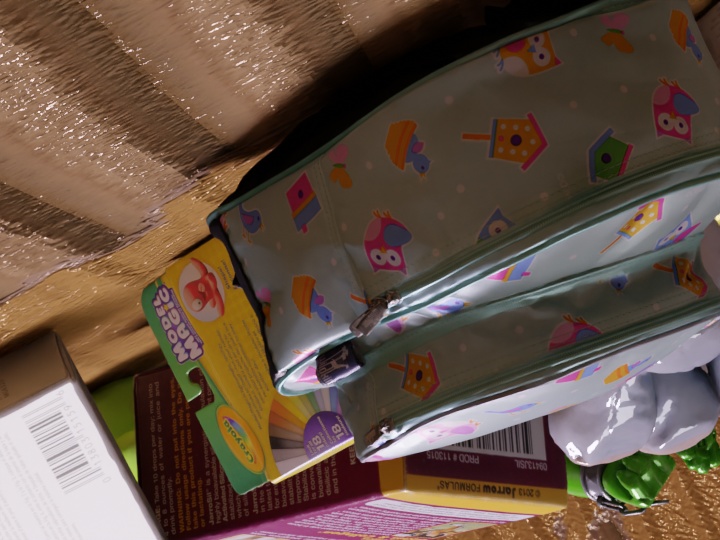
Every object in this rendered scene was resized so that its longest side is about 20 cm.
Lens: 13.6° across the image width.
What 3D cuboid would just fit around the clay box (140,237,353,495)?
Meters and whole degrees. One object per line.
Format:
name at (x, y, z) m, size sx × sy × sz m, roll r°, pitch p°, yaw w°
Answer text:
clay box at (-0.008, 0.017, 1.380) m, size 0.200 × 0.115 × 0.048 m, roll -30°, pitch 175°, yaw 42°

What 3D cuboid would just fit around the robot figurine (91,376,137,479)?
robot figurine at (-0.152, 0.136, 1.839) m, size 0.200 × 0.116 × 0.176 m, roll -33°, pitch -158°, yaw 49°

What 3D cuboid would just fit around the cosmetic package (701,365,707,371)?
cosmetic package at (0.216, -0.022, 1.821) m, size 0.200 × 0.105 × 0.071 m, roll -49°, pitch -175°, yaw -7°

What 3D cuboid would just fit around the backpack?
backpack at (0.059, -0.021, 1.169) m, size 0.175 × 0.154 × 0.200 m, roll -17°, pitch 163°, yaw -36°

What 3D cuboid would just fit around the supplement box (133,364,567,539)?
supplement box at (-0.007, 0.090, 1.597) m, size 0.200 × 0.104 × 0.131 m, roll -17°, pitch 162°, yaw 41°

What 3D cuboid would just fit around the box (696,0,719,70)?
box at (0.201, -0.124, 1.450) m, size 0.039 × 0.042 × 0.200 m, roll -26°, pitch 174°, yaw -15°

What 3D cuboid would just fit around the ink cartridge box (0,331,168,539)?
ink cartridge box at (-0.186, 0.147, 1.481) m, size 0.173 × 0.200 × 0.044 m, roll -26°, pitch -141°, yaw -3°

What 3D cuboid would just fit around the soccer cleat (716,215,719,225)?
soccer cleat at (0.169, -0.050, 1.600) m, size 0.199 × 0.065 × 0.084 m, roll 1°, pitch 143°, yaw -2°

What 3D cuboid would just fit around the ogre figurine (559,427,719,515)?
ogre figurine at (0.138, 0.051, 1.634) m, size 0.120 × 0.201 × 0.098 m, roll -11°, pitch 149°, yaw 36°

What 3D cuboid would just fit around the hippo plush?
hippo plush at (0.130, -0.008, 1.495) m, size 0.200 × 0.161 × 0.159 m, roll 5°, pitch 140°, yaw -45°
